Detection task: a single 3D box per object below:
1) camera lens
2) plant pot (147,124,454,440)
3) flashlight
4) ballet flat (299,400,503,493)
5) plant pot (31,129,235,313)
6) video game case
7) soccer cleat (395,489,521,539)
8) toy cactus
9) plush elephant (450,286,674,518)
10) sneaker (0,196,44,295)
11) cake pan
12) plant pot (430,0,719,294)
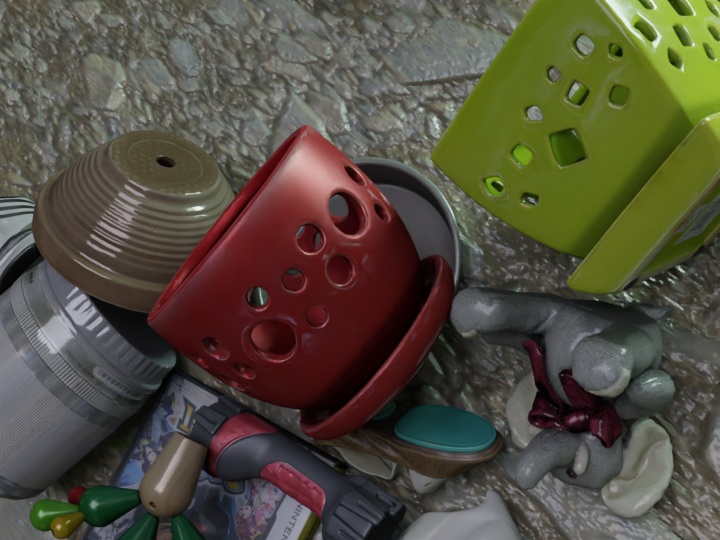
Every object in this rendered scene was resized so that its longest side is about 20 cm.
[{"bbox_3d":[-0.287,0.095,1.168,0.200,0.160,0.160,-40,64,7],"label":"camera lens"},{"bbox_3d":[-0.040,0.017,1.013,0.182,0.200,0.201,39,91,-12],"label":"plant pot"},{"bbox_3d":[-0.059,0.177,1.062,0.199,0.068,0.068,31,126,34],"label":"flashlight"},{"bbox_3d":[0.032,0.145,1.073,0.198,0.068,0.073,10,119,32],"label":"ballet flat"},{"bbox_3d":[-0.183,-0.060,1.142,0.201,0.200,0.093,41,126,27],"label":"plant pot"},{"bbox_3d":[-0.134,0.209,1.145,0.199,0.025,0.182,25,85,27],"label":"video game case"},{"bbox_3d":[0.039,0.244,1.047,0.199,0.069,0.078,-25,45,16],"label":"soccer cleat"},{"bbox_3d":[-0.170,0.217,1.061,0.199,0.102,0.166,25,84,25],"label":"toy cactus"},{"bbox_3d":[0.165,0.104,0.991,0.164,0.199,0.156,21,105,39],"label":"plush elephant"},{"bbox_3d":[-0.394,0.004,1.300,0.200,0.076,0.116,-39,55,-1],"label":"sneaker"},{"bbox_3d":[0.000,0.000,1.146,0.198,0.037,0.202,-7,72,21],"label":"cake pan"},{"bbox_3d":[0.208,-0.106,0.977,0.182,0.198,0.201,50,130,19],"label":"plant pot"}]
